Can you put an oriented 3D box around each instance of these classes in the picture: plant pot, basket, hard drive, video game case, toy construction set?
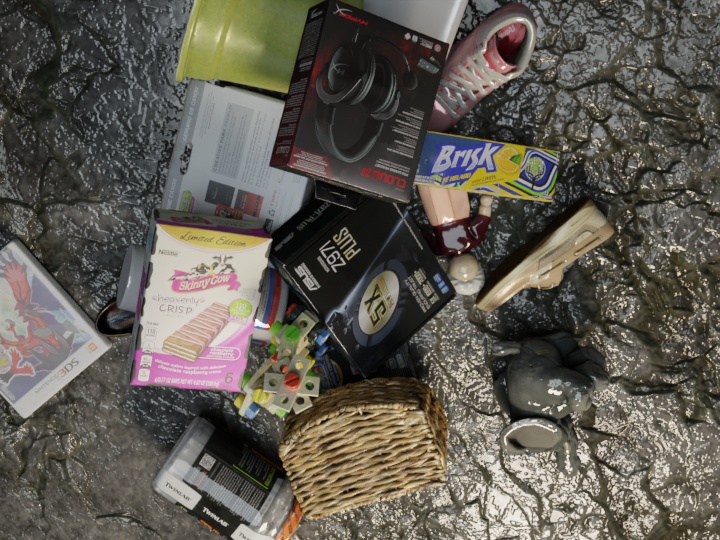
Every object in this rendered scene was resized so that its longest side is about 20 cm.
[{"bbox_3d":[-0.101,-0.291,1.048,0.183,0.201,0.202,17,108,-11],"label":"plant pot"},{"bbox_3d":[0.003,0.202,1.142,0.198,0.149,0.144,-18,107,12],"label":"basket"},{"bbox_3d":[0.063,-0.325,1.068,0.131,0.027,0.202,29,110,24],"label":"hard drive"},{"bbox_3d":[-0.484,0.086,1.269,0.182,0.023,0.200,-38,99,14],"label":"video game case"},{"bbox_3d":[-0.091,0.117,1.066,0.092,0.200,0.131,43,72,-3],"label":"toy construction set"}]

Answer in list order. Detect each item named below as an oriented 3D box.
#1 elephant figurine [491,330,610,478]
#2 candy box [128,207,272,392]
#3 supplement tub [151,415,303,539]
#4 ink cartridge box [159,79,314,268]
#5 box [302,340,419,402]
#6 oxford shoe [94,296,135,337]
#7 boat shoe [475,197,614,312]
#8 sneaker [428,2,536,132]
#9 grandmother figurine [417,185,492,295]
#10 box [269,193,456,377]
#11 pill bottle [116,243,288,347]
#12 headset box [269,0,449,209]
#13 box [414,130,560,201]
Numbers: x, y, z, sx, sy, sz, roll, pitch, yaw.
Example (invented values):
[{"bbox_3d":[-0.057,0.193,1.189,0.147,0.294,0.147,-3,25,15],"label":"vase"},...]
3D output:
[{"bbox_3d":[0.236,0.189,1.184,0.155,0.141,0.201,36,126,24],"label":"elephant figurine"},{"bbox_3d":[-0.190,0.038,1.041,0.135,0.061,0.202,6,109,-20],"label":"candy box"},{"bbox_3d":[-0.181,0.306,1.253,0.199,0.123,0.123,36,107,-5],"label":"supplement tub"},{"bbox_3d":[-0.147,-0.125,1.131,0.174,0.084,0.202,17,100,3],"label":"ink cartridge box"},{"bbox_3d":[0.007,0.182,1.238,0.159,0.044,0.202,-15,104,9],"label":"box"},{"bbox_3d":[-0.267,0.044,1.203,0.199,0.084,0.073,-28,98,7],"label":"oxford shoe"},{"bbox_3d":[0.235,-0.006,1.147,0.200,0.071,0.065,-41,98,14],"label":"boat shoe"},{"bbox_3d":[0.134,-0.238,1.071,0.075,0.105,0.200,42,106,-13],"label":"sneaker"},{"bbox_3d":[0.114,-0.063,1.151,0.120,0.061,0.202,-14,102,18],"label":"grandmother figurine"},{"bbox_3d":[0.000,0.000,1.104,0.163,0.086,0.201,-40,121,-10],"label":"box"},{"bbox_3d":[-0.200,0.026,1.130,0.198,0.112,0.113,14,109,-23],"label":"pill bottle"},{"bbox_3d":[-0.004,-0.171,0.974,0.148,0.077,0.202,15,89,-23],"label":"headset box"},{"bbox_3d":[0.137,-0.127,1.081,0.198,0.070,0.065,5,95,-20],"label":"box"}]
